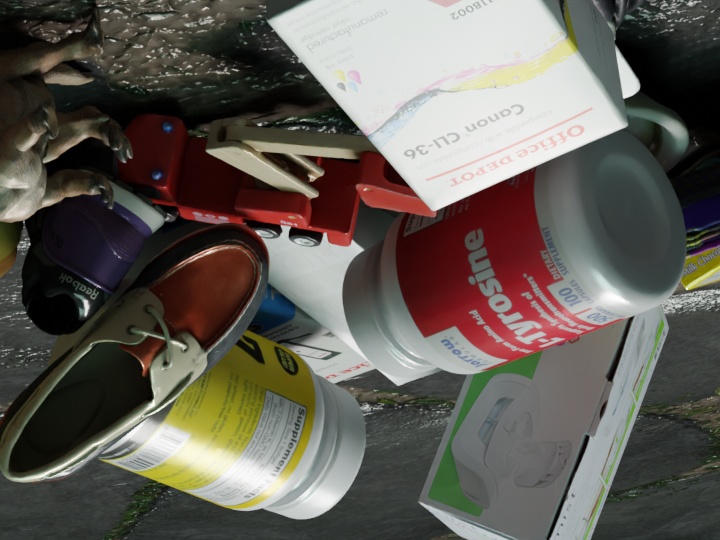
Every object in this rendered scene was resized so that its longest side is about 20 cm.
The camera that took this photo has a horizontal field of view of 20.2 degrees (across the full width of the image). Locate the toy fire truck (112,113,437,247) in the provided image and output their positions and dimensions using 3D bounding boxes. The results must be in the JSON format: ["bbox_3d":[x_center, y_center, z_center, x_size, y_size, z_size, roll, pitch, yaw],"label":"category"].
[{"bbox_3d":[-0.049,-0.059,1.153,0.198,0.049,0.141,10,165,5],"label":"toy fire truck"}]

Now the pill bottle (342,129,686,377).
[{"bbox_3d":[0.086,-0.004,1.208,0.112,0.113,0.199,9,156,-44],"label":"pill bottle"}]

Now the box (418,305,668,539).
[{"bbox_3d":[0.132,0.096,1.381,0.096,0.201,0.176,19,171,17],"label":"box"}]

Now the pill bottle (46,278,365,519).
[{"bbox_3d":[-0.096,0.090,1.316,0.114,0.115,0.199,-21,146,36],"label":"pill bottle"}]

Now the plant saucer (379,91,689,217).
[{"bbox_3d":[0.099,-0.082,1.240,0.198,0.051,0.200,-8,162,-2],"label":"plant saucer"}]

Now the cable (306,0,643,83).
[{"bbox_3d":[0.062,-0.136,1.051,0.199,0.051,0.163,5,159,-34],"label":"cable"}]

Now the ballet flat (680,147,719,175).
[{"bbox_3d":[0.228,-0.030,1.444,0.062,0.068,0.200,-8,166,-35],"label":"ballet flat"}]

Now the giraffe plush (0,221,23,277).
[{"bbox_3d":[-0.270,0.015,1.157,0.172,0.163,0.200,16,151,-34],"label":"giraffe plush"}]

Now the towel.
[{"bbox_3d":[0.238,-0.052,1.280,0.199,0.023,0.144,-21,-163,-1],"label":"towel"}]

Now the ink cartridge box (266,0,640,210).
[{"bbox_3d":[0.053,-0.105,0.987,0.116,0.068,0.200,-23,137,22],"label":"ink cartridge box"}]

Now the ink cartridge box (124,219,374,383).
[{"bbox_3d":[-0.067,0.024,1.443,0.145,0.085,0.199,-21,157,35],"label":"ink cartridge box"}]

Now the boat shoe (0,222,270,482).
[{"bbox_3d":[-0.132,0.050,1.177,0.200,0.071,0.063,-40,-174,4],"label":"boat shoe"}]

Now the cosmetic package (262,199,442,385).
[{"bbox_3d":[0.000,0.000,1.347,0.082,0.051,0.200,-18,138,34],"label":"cosmetic package"}]

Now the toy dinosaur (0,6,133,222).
[{"bbox_3d":[-0.197,-0.068,1.037,0.134,0.201,0.086,-8,125,12],"label":"toy dinosaur"}]

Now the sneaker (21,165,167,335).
[{"bbox_3d":[-0.182,-0.005,1.228,0.075,0.088,0.200,30,167,-10],"label":"sneaker"}]

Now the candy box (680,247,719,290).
[{"bbox_3d":[0.287,-0.030,1.397,0.102,0.027,0.200,-38,169,23],"label":"candy box"}]
